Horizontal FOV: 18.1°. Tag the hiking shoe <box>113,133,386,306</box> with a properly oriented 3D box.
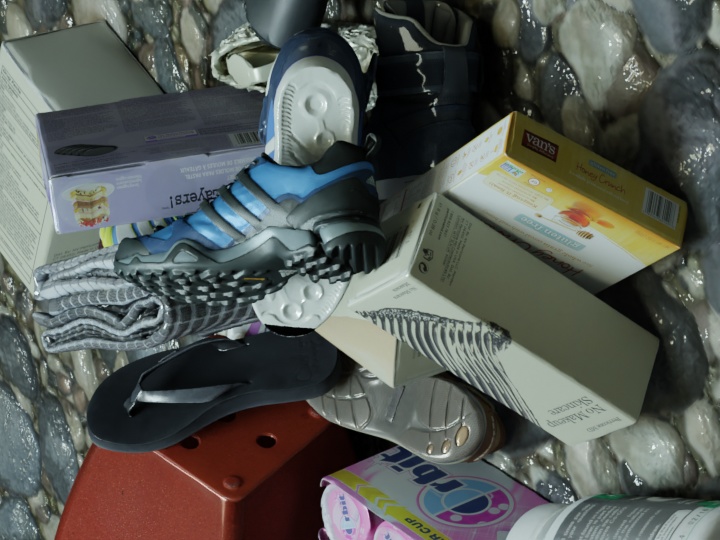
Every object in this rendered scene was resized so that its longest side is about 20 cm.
[{"bbox_3d":[-0.072,-0.031,1.494,0.198,0.074,0.087,-8,67,23],"label":"hiking shoe"}]

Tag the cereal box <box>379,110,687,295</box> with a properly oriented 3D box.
[{"bbox_3d":[0.104,-0.026,1.512,0.200,0.143,0.040,-35,36,54],"label":"cereal box"}]

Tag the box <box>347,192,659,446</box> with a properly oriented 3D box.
[{"bbox_3d":[0.096,0.035,1.500,0.199,0.069,0.082,32,149,-20],"label":"box"}]

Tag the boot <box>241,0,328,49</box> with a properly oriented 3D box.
[{"bbox_3d":[-0.019,-0.220,1.613,0.201,0.076,0.169,63,141,42],"label":"boot"}]

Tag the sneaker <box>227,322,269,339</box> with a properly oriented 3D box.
[{"bbox_3d":[-0.059,0.029,1.818,0.139,0.077,0.202,14,125,49],"label":"sneaker"}]

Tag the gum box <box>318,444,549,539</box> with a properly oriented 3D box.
[{"bbox_3d":[0.068,0.197,1.673,0.199,0.113,0.067,30,127,45],"label":"gum box"}]

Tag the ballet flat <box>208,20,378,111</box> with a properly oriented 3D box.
[{"bbox_3d":[-0.046,-0.152,1.722,0.199,0.071,0.072,10,113,51],"label":"ballet flat"}]

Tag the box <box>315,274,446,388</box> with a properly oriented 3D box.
[{"bbox_3d":[0.000,0.000,1.700,0.200,0.094,0.078,36,131,43],"label":"box"}]

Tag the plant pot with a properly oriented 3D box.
[{"bbox_3d":[-0.110,0.174,1.788,0.199,0.200,0.177,31,135,25],"label":"plant pot"}]

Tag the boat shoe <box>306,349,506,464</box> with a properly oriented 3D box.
[{"bbox_3d":[0.027,0.096,1.712,0.199,0.072,0.076,31,99,37],"label":"boat shoe"}]

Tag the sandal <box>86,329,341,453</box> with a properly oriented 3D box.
[{"bbox_3d":[-0.115,0.078,1.696,0.043,0.198,0.077,70,-177,-54],"label":"sandal"}]

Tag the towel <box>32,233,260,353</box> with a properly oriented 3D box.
[{"bbox_3d":[-0.132,0.012,1.663,0.199,0.165,0.086,-13,92,53],"label":"towel"}]

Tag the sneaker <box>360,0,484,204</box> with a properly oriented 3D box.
[{"bbox_3d":[0.028,-0.119,1.630,0.202,0.076,0.148,-2,94,63],"label":"sneaker"}]

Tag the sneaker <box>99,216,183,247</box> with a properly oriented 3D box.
[{"bbox_3d":[-0.162,-0.074,1.848,0.201,0.075,0.106,-94,25,-58],"label":"sneaker"}]

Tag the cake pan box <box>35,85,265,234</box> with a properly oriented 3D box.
[{"bbox_3d":[-0.147,-0.091,1.734,0.184,0.198,0.053,-123,25,-65],"label":"cake pan box"}]

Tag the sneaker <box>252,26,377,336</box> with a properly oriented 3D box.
[{"bbox_3d":[-0.035,-0.070,1.585,0.147,0.080,0.202,-90,6,-72],"label":"sneaker"}]

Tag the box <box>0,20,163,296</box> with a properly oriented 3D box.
[{"bbox_3d":[-0.258,-0.099,2.001,0.128,0.108,0.201,50,139,29],"label":"box"}]

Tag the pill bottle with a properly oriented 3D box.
[{"bbox_3d":[0.189,0.207,1.509,0.199,0.112,0.114,-4,102,54],"label":"pill bottle"}]
